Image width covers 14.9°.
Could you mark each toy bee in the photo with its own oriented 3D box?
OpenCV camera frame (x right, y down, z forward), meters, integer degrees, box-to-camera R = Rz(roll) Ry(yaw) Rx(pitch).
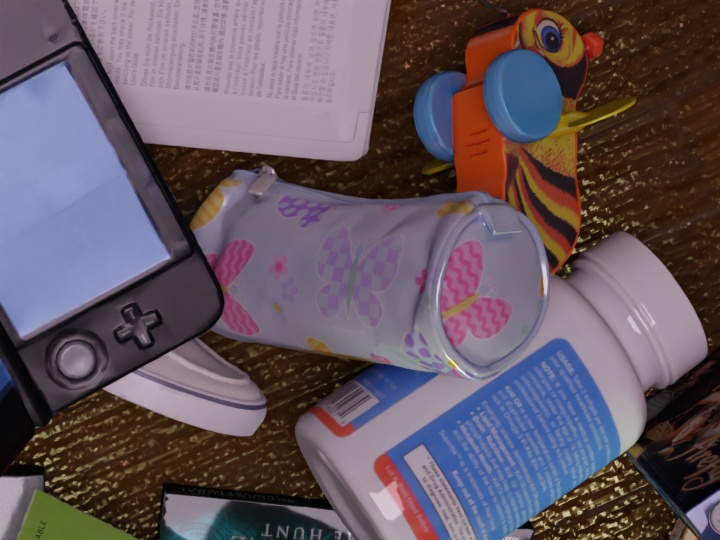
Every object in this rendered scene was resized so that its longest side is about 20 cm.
[{"bbox_3d":[0.089,-0.090,1.400,0.109,0.131,0.200,-3,103,-44],"label":"toy bee"}]

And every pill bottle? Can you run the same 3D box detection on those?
[{"bbox_3d":[0.076,0.068,1.414,0.200,0.112,0.112,-33,100,-11],"label":"pill bottle"}]

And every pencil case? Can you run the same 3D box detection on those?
[{"bbox_3d":[0.000,0.000,1.364,0.083,0.200,0.091,17,84,-44],"label":"pencil case"}]

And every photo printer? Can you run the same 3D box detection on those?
[{"bbox_3d":[-0.085,-0.139,1.373,0.200,0.069,0.166,4,124,-6],"label":"photo printer"}]

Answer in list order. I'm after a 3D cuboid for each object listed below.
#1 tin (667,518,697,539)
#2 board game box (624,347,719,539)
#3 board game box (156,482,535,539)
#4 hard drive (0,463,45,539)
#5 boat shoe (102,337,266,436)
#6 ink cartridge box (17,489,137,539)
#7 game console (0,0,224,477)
[{"bbox_3d":[0.214,0.171,1.486,0.112,0.042,0.200,24,95,-12],"label":"tin"},{"bbox_3d":[0.206,0.074,1.388,0.135,0.200,0.035,-35,100,0],"label":"board game box"},{"bbox_3d":[-0.014,0.191,1.471,0.200,0.028,0.135,6,97,-6],"label":"board game box"},{"bbox_3d":[-0.238,0.200,1.450,0.140,0.033,0.200,1,98,-5],"label":"hard drive"},{"bbox_3d":[-0.131,0.017,1.419,0.200,0.071,0.070,27,97,-2],"label":"boat shoe"},{"bbox_3d":[-0.085,0.206,1.361,0.200,0.076,0.148,28,63,-18],"label":"ink cartridge box"},{"bbox_3d":[-0.171,-0.012,1.295,0.172,0.119,0.200,-28,107,-4],"label":"game console"}]
